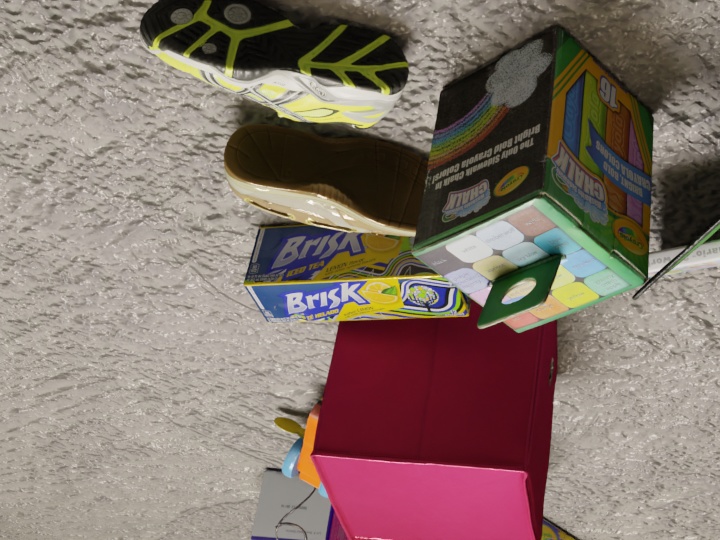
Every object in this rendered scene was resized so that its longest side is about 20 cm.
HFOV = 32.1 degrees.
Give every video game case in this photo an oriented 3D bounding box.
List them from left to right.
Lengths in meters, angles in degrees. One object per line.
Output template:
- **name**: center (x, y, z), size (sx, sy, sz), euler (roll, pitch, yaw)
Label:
- **video game case**: center (0.310, -0.018, 0.983), size (0.198, 0.018, 0.143), euler (-12, 175, 31)

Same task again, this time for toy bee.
- **toy bee**: center (-0.049, 0.214, 1.460), size (0.131, 0.109, 0.200), euler (42, 127, 1)

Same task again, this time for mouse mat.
- **mouse mat**: center (0.280, -0.060, 0.868), size (0.008, 0.199, 0.161), euler (48, 146, 10)

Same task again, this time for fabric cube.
- **fabric cube**: center (0.081, 0.136, 1.190), size (0.198, 0.201, 0.197), euler (3, 145, 13)

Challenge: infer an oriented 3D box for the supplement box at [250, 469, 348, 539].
- **supplement box**: center (-0.066, 0.354, 1.655), size (0.100, 0.104, 0.201), euler (2, 145, 13)

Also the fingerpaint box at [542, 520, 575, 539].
- **fingerpaint box**: center (0.219, 0.402, 1.667), size (0.166, 0.074, 0.199), euler (-21, 135, 40)

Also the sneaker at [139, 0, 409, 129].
- **sneaker**: center (-0.067, -0.145, 0.924), size (0.198, 0.076, 0.077), euler (16, 147, -4)

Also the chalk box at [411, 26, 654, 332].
- **chalk box**: center (0.126, -0.044, 0.900), size (0.124, 0.201, 0.124), euler (34, 141, -31)

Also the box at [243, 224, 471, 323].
- **box**: center (0.000, 0.000, 1.126), size (0.198, 0.071, 0.064), euler (-3, 142, 21)

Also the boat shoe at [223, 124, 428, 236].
- **boat shoe**: center (-0.017, -0.069, 1.037), size (0.198, 0.075, 0.066), euler (17, 160, -5)
